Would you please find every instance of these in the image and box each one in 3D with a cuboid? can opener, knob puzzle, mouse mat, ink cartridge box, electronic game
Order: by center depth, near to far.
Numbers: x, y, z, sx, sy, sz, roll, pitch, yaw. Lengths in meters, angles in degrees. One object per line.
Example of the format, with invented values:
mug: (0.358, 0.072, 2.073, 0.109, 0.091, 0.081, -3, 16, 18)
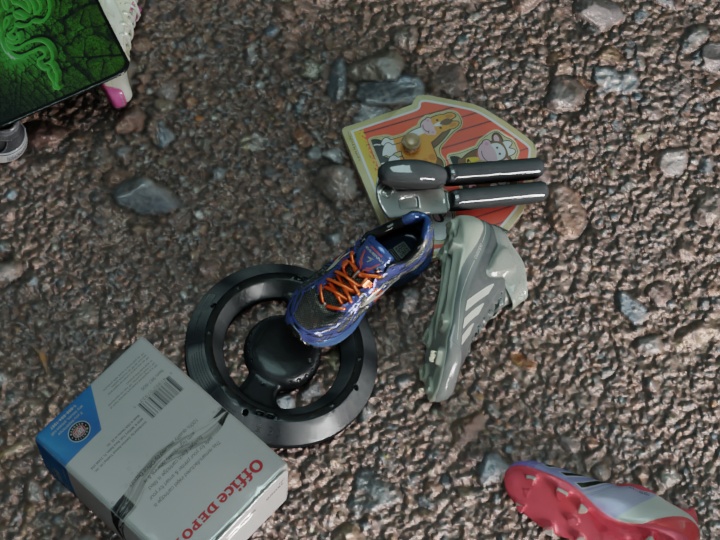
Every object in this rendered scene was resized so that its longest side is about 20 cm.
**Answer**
ink cartridge box: (-0.185, 0.187, 1.413, 0.199, 0.085, 0.145, 39, 66, 18)
electronic game: (-0.079, 0.084, 1.503, 0.197, 0.042, 0.202, 6, 61, -11)
can opener: (0.108, -0.089, 1.560, 0.197, 0.066, 0.053, -4, 81, -22)
mouse mat: (-0.348, -0.252, 1.577, 0.159, 0.008, 0.201, -25, 62, -8)
knob puzzle: (0.101, -0.110, 1.615, 0.216, 0.031, 0.223, 2, 65, -5)

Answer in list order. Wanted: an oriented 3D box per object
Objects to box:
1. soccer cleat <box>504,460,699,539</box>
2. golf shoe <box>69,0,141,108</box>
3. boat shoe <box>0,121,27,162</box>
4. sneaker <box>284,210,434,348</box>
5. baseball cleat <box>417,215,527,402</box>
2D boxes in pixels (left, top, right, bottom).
soccer cleat: (0.237, 0.232, 1.466, 0.198, 0.067, 0.077, 21, 34, 10)
golf shoe: (-0.274, -0.273, 1.624, 0.090, 0.075, 0.202, -20, 70, -6)
boat shoe: (-0.440, -0.188, 1.577, 0.199, 0.068, 0.072, 34, 67, 10)
sneaker: (0.000, 0.000, 1.498, 0.075, 0.079, 0.200, 43, 62, 12)
baseball cleat: (0.120, 0.043, 1.528, 0.105, 0.070, 0.203, 15, 74, -16)
